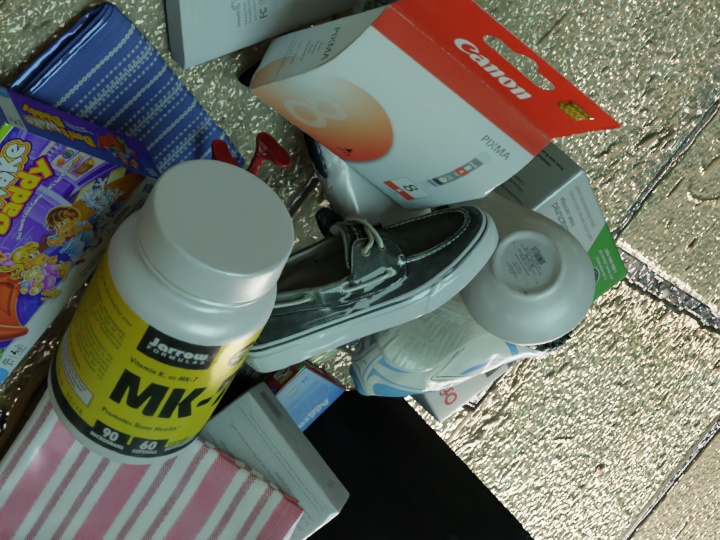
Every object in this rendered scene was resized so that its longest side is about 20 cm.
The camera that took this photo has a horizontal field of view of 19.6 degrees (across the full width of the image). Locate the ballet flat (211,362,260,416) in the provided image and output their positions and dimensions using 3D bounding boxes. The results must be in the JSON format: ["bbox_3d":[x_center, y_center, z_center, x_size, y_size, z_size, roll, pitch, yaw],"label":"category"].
[{"bbox_3d":[-0.104,0.073,1.542,0.200,0.046,0.067,-40,178,2],"label":"ballet flat"}]

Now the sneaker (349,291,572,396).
[{"bbox_3d":[0.075,0.050,1.553,0.200,0.072,0.072,-10,161,-38],"label":"sneaker"}]

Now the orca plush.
[{"bbox_3d":[-0.020,-0.075,1.485,0.200,0.071,0.105,42,73,-29],"label":"orca plush"}]

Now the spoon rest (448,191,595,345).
[{"bbox_3d":[0.099,-0.036,1.537,0.099,0.200,0.061,-25,164,-9],"label":"spoon rest"}]

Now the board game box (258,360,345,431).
[{"bbox_3d":[-0.102,0.147,1.610,0.200,0.019,0.103,-44,158,3],"label":"board game box"}]

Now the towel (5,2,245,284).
[{"bbox_3d":[-0.173,-0.078,1.396,0.145,0.024,0.200,-44,142,-4],"label":"towel"}]

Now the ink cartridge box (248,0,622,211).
[{"bbox_3d":[0.047,-0.105,1.362,0.162,0.200,0.050,36,67,-30],"label":"ink cartridge box"}]

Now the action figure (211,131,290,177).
[{"bbox_3d":[-0.093,0.010,1.462,0.065,0.099,0.200,-10,143,-33],"label":"action figure"}]

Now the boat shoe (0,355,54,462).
[{"bbox_3d":[-0.238,0.157,1.498,0.070,0.070,0.200,7,120,-44],"label":"boat shoe"}]

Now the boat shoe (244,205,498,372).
[{"bbox_3d":[0.000,0.000,1.426,0.200,0.072,0.071,-28,124,-7],"label":"boat shoe"}]

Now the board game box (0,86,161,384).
[{"bbox_3d":[-0.239,-0.017,1.340,0.134,0.045,0.200,20,119,-45],"label":"board game box"}]

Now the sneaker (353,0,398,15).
[{"bbox_3d":[0.059,-0.205,1.397,0.099,0.078,0.200,-15,133,-34],"label":"sneaker"}]

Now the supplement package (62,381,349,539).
[{"bbox_3d":[-0.122,0.185,1.504,0.200,0.110,0.114,-38,178,3],"label":"supplement package"}]

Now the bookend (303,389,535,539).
[{"bbox_3d":[0.013,0.232,1.668,0.092,0.200,0.199,3,120,-41],"label":"bookend"}]

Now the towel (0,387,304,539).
[{"bbox_3d":[-0.157,0.171,1.433,0.147,0.200,0.030,-58,178,3],"label":"towel"}]

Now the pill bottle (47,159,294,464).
[{"bbox_3d":[-0.123,0.027,1.353,0.114,0.114,0.200,-9,147,-35],"label":"pill bottle"}]

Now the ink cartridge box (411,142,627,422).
[{"bbox_3d":[0.095,0.003,1.633,0.200,0.083,0.147,-38,139,-6],"label":"ink cartridge box"}]

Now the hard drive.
[{"bbox_3d":[-0.039,-0.223,1.378,0.200,0.025,0.132,-23,136,-23],"label":"hard drive"}]

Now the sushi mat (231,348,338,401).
[{"bbox_3d":[-0.106,0.092,1.595,0.200,0.012,0.096,-36,138,-10],"label":"sushi mat"}]
